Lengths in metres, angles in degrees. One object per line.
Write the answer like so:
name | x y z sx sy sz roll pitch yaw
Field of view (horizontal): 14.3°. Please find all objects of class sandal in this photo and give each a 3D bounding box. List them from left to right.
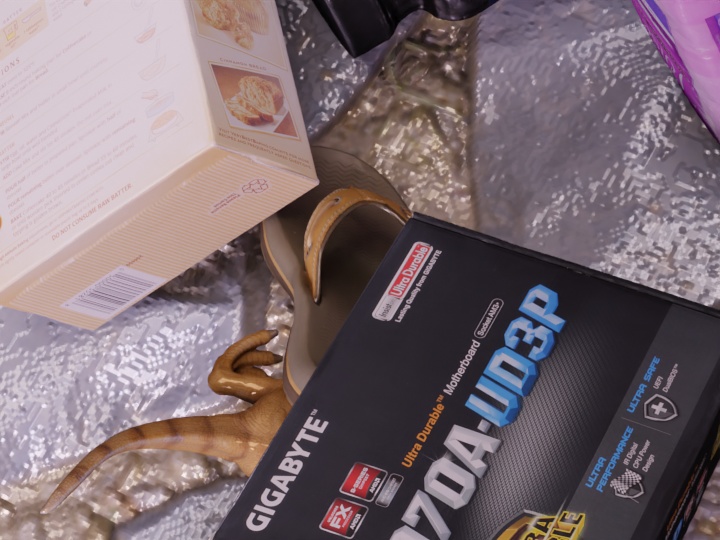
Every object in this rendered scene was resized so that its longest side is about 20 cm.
sandal | 0.000 0.000 1.276 0.080 0.054 0.200 14 32 -12

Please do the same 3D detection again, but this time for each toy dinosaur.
toy dinosaur | -0.043 0.071 1.240 0.199 0.106 0.061 10 108 -19

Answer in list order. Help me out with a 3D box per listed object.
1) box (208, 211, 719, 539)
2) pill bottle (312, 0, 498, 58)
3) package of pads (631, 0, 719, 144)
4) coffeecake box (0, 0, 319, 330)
box | 0.052 0.078 1.142 0.158 0.046 0.200 18 49 17
pill bottle | 0.059 -0.188 1.355 0.199 0.112 0.112 -33 62 -2
package of pads | 0.154 -0.136 1.258 0.075 0.200 0.121 -31 59 4
coffeecake box | -0.116 -0.099 1.345 0.153 0.073 0.201 -32 58 32
